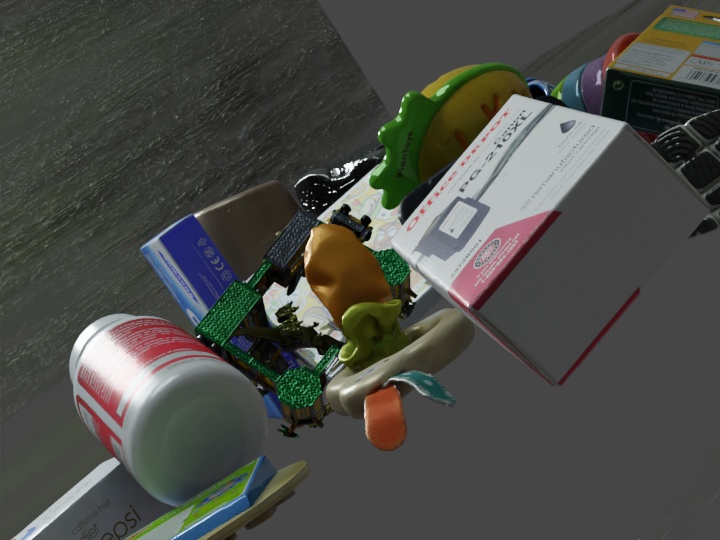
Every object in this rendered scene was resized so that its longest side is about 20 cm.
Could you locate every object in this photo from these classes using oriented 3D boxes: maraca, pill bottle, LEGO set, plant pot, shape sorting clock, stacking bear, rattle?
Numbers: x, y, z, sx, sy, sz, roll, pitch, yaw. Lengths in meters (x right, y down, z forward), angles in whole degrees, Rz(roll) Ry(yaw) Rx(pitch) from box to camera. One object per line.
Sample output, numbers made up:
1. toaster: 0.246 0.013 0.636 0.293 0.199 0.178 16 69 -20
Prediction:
1. maraca: 0.084 -0.120 1.238 0.199 0.138 0.107 -19 39 -40
2. pill bottle: -0.161 0.101 1.087 0.112 0.113 0.200 -36 28 -17
3. LEGO set: -0.045 0.053 1.175 0.201 0.153 0.116 -61 -17 -25
4. plant pot: -0.104 0.006 1.438 0.199 0.175 0.200 -24 3 1
5. shape sorting clock: -0.119 0.188 0.929 0.199 0.039 0.200 -32 3 2
6. stacking bear: 0.213 -0.125 1.294 0.121 0.114 0.200 -24 -9 -42
7. rattle: 0.008 0.038 0.999 0.129 0.144 0.200 -12 7 16

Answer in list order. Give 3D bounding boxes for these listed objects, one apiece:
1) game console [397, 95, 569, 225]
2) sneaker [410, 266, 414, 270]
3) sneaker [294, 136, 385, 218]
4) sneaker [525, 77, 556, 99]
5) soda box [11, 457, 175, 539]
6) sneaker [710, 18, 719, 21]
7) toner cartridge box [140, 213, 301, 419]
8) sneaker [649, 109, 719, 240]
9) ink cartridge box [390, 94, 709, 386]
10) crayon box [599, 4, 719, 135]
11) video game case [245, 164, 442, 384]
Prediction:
1. game console: 0.159 -0.065 1.065 0.200 0.171 0.119 -37 -15 -30
2. sneaker: 0.115 -0.057 1.195 0.130 0.080 0.200 14 39 39
3. sneaker: 0.022 -0.112 1.458 0.104 0.060 0.199 -39 14 -37
4. sneaker: 0.200 -0.155 1.430 0.074 0.083 0.199 29 23 37
5. soda box: -0.237 0.227 1.090 0.064 0.068 0.200 -27 9 42
6. sneaker: 0.366 -0.214 1.283 0.198 0.080 0.130 -24 -2 -2
7. toner cartridge box: -0.124 0.045 1.270 0.043 0.200 0.095 -37 7 -19
8. sneaker: 0.269 -0.080 0.947 0.199 0.077 0.085 -32 -13 8
9. ink cartridge box: 0.114 -0.028 0.894 0.145 0.084 0.200 -49 17 1
10. crayon box: 0.289 -0.162 1.138 0.125 0.052 0.200 15 31 21
11. video game case: 0.000 0.000 1.273 0.200 0.023 0.182 -42 42 -11
